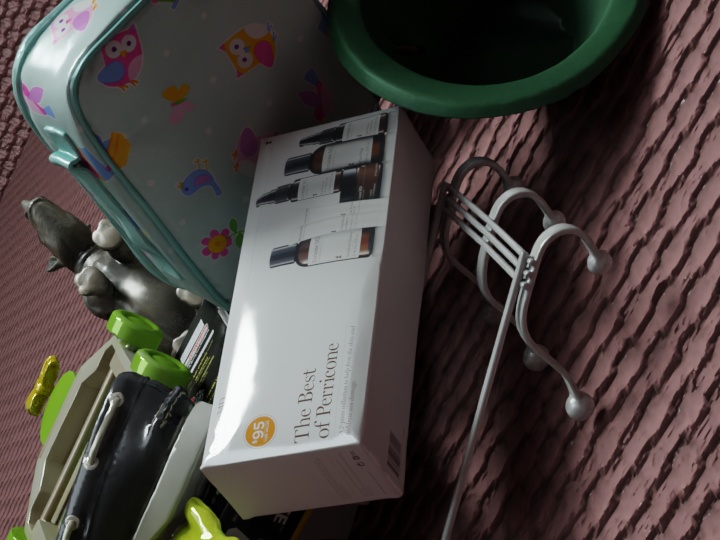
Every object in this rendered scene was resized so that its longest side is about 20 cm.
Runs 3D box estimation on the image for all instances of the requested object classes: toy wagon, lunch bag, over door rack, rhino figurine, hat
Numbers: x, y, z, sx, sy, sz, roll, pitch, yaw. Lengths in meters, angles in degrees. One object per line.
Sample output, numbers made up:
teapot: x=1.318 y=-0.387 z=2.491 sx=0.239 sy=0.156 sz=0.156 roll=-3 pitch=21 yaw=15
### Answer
toy wagon: x=-0.152 y=0.101 z=0.964 sx=0.156 sy=0.039 sz=0.200 roll=-64 pitch=24 yaw=8
lunch bag: x=-0.084 y=-0.084 z=0.896 sx=0.160 sy=0.200 sz=0.077 roll=-47 pitch=40 yaw=-14
over door rack: x=0.050 y=0.057 z=0.819 sx=0.201 sy=0.066 sz=0.148 roll=-65 pitch=17 yaw=10
rhino figurine: x=-0.157 y=0.008 z=1.128 sx=0.060 sy=0.200 sz=0.088 roll=-52 pitch=-23 yaw=-10
hat: x=0.081 y=-0.105 z=0.941 sx=0.201 sy=0.165 sz=0.176 roll=-61 pitch=-24 yaw=-29

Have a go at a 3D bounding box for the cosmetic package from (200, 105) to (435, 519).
cosmetic package: x=-0.017 y=0.016 z=0.812 sx=0.082 sy=0.051 sz=0.201 roll=-13 pitch=48 yaw=23

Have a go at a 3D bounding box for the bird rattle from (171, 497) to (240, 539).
bird rattle: x=-0.023 y=0.185 z=0.767 sx=0.199 sy=0.163 sz=0.113 roll=5 pitch=54 yaw=38

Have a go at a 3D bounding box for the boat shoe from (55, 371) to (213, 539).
boat shoe: x=-0.133 y=0.147 z=0.832 sx=0.074 sy=0.060 sz=0.201 roll=20 pitch=-86 yaw=-81

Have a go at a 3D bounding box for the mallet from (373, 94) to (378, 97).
mallet: x=0.040 y=-0.195 z=1.066 sx=0.066 sy=0.041 sz=0.201 roll=77 pitch=-147 yaw=-47

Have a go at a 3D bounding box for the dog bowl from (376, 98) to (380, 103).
dog bowl: x=-0.045 y=-0.063 z=1.121 sx=0.200 sy=0.058 sz=0.201 roll=25 pitch=-90 yaw=-89

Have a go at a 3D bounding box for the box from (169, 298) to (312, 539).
box: x=-0.088 y=0.129 z=0.915 sx=0.201 sy=0.049 sz=0.160 roll=-62 pitch=24 yaw=10

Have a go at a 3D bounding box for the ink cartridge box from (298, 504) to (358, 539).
ink cartridge box: x=-0.074 y=0.168 z=1.018 sx=0.146 sy=0.084 sz=0.201 roll=-6 pitch=64 yaw=67
